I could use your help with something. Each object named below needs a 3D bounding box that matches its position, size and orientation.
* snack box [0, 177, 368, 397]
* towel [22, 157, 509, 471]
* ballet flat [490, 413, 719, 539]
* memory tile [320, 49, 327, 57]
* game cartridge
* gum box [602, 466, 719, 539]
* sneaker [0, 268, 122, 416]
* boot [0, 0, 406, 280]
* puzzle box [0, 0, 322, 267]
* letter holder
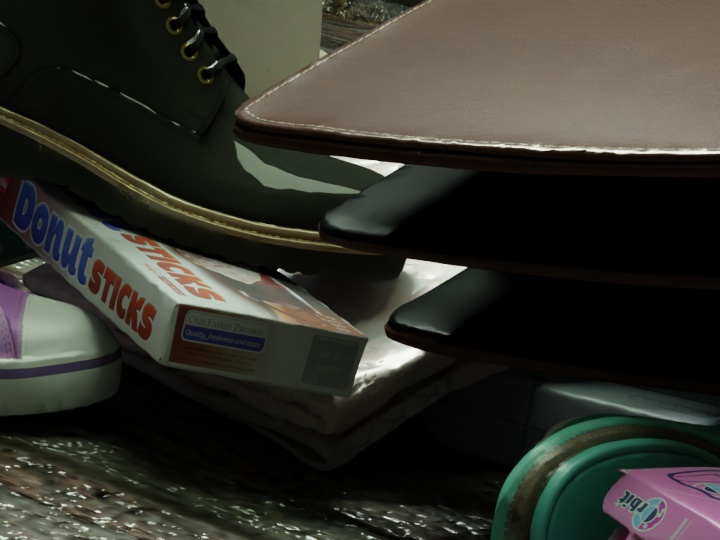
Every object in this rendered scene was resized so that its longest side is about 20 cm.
[{"bbox_3d":[-0.073,-0.004,0.799,0.071,0.024,0.200,11,12,-30],"label":"snack box"},{"bbox_3d":[0.000,0.000,0.862,0.190,0.032,0.199,-27,30,-31],"label":"towel"},{"bbox_3d":[0.087,0.072,0.652,0.199,0.068,0.070,11,8,-45],"label":"ballet flat"},{"bbox_3d":[-0.036,-0.040,0.987,0.152,0.017,0.201,6,40,-1],"label":"memory tile"},{"bbox_3d":[0.124,0.060,0.858,0.199,0.042,0.133,13,14,8],"label":"game cartridge"},{"bbox_3d":[0.159,0.101,0.557,0.199,0.067,0.113,6,11,-26],"label":"gum box"},{"bbox_3d":[-0.169,-0.019,0.744,0.199,0.115,0.073,12,8,-8],"label":"sneaker"},{"bbox_3d":[-0.060,-0.086,0.792,0.199,0.139,0.077,18,10,-3],"label":"boot"},{"bbox_3d":[-0.105,-0.073,0.898,0.199,0.134,0.025,-17,42,-28],"label":"puzzle box"},{"bbox_3d":[0.080,-0.017,0.668,0.199,0.101,0.142,6,25,37],"label":"letter holder"}]
